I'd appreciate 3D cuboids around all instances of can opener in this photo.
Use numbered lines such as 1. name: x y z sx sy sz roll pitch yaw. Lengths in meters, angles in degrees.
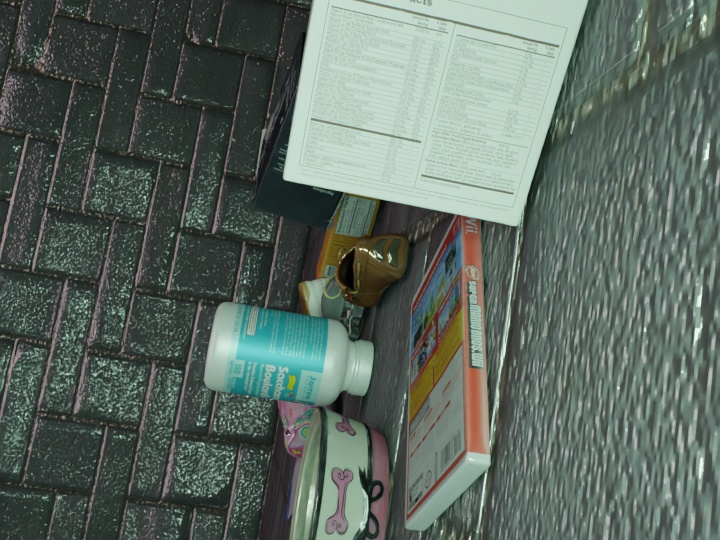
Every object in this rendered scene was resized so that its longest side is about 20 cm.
1. can opener: -0.035 0.083 1.033 0.053 0.067 0.201 -88 11 -49

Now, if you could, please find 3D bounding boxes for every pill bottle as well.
1. pill bottle: -0.087 0.108 0.890 0.111 0.199 0.111 -171 90 -83

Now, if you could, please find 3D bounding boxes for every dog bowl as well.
1. dog bowl: -0.024 0.243 0.723 0.200 0.073 0.201 -171 90 -82

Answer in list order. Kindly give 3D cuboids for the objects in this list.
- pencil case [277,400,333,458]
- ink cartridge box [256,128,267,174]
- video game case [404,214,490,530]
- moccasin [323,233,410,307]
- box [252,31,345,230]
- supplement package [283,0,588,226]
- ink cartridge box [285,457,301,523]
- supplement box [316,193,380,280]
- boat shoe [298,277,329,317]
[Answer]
1. pencil case: -0.092 0.206 1.119 0.200 0.087 0.088 -113 33 -57
2. ink cartridge box: -0.095 -0.184 1.335 0.068 0.199 0.116 -87 10 -46
3. video game case: 0.061 0.071 0.526 0.143 0.017 0.201 110 167 -53
4. moccasin: 0.000 0.002 0.842 0.201 0.077 0.074 141 139 -78
5. box: -0.065 -0.203 1.033 0.200 0.123 0.197 -93 23 -52
6. supplement package: 0.043 -0.158 0.455 0.152 0.150 0.201 -96 18 -67
7. ink cartridge box: -0.088 0.340 1.192 0.200 0.042 0.120 114 165 -51
8. supplement box: -0.019 -0.060 1.115 0.067 0.068 0.201 -94 19 -53
9. boat shoe: -0.046 0.097 1.126 0.071 0.069 0.201 -121 18 -49
